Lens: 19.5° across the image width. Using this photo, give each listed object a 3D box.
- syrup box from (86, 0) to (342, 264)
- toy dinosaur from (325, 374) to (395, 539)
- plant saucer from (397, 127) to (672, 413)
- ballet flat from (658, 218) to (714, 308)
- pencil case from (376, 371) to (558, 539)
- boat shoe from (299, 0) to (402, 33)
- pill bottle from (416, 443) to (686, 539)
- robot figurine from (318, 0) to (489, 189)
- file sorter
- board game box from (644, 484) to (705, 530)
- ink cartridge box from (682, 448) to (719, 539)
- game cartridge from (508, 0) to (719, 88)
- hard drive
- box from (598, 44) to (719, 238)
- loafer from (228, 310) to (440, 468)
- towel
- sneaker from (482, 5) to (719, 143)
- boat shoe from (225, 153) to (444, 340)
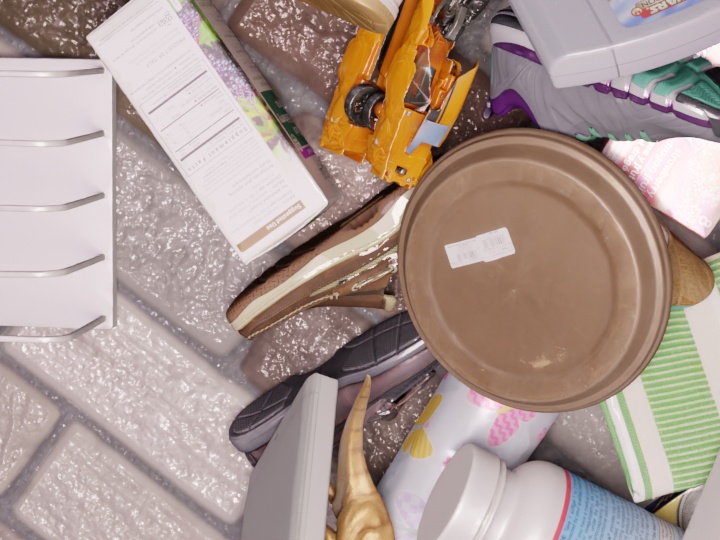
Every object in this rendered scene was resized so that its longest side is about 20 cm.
[{"bbox_3d":[-0.102,-0.110,1.506,0.081,0.079,0.200,-35,91,11],"label":"syrup box"},{"bbox_3d":[-0.004,0.168,1.476,0.106,0.060,0.201,-8,98,33],"label":"toy dinosaur"},{"bbox_3d":[0.111,0.005,1.408,0.199,0.029,0.202,9,111,24],"label":"plant saucer"},{"bbox_3d":[0.147,-0.033,1.426,0.199,0.068,0.073,20,138,18],"label":"ballet flat"},{"bbox_3d":[0.081,0.131,1.510,0.090,0.083,0.201,26,101,-14],"label":"pencil case"},{"bbox_3d":[-0.043,-0.232,1.474,0.199,0.071,0.070,28,81,27],"label":"boat shoe"},{"bbox_3d":[0.144,0.199,1.440,0.199,0.109,0.109,27,101,-10],"label":"pill bottle"},{"bbox_3d":[0.042,-0.164,1.464,0.058,0.145,0.201,18,98,-34],"label":"robot figurine"},{"bbox_3d":[-0.259,-0.051,1.514,0.138,0.125,0.202,2,98,8],"label":"file sorter"},{"bbox_3d":[0.224,0.246,1.529,0.200,0.035,0.136,-36,91,11],"label":"board game box"},{"bbox_3d":[0.326,0.132,1.415,0.146,0.083,0.201,30,72,-15],"label":"ink cartridge box"},{"bbox_3d":[0.196,-0.197,1.349,0.199,0.042,0.134,-24,49,0],"label":"game cartridge"},{"bbox_3d":[-0.055,0.186,1.436,0.026,0.201,0.132,19,132,-13],"label":"hard drive"},{"bbox_3d":[0.250,-0.134,1.440,0.094,0.103,0.201,31,100,3],"label":"box"},{"bbox_3d":[-0.001,0.091,1.532,0.199,0.072,0.063,-30,111,17],"label":"loafer"},{"bbox_3d":[0.255,0.062,1.464,0.199,0.023,0.154,-20,93,-17],"label":"towel"},{"bbox_3d":[0.169,-0.108,1.385,0.199,0.074,0.088,28,123,33],"label":"sneaker"},{"bbox_3d":[0.000,0.001,1.510,0.202,0.075,0.075,-34,98,11],"label":"boat shoe"}]
